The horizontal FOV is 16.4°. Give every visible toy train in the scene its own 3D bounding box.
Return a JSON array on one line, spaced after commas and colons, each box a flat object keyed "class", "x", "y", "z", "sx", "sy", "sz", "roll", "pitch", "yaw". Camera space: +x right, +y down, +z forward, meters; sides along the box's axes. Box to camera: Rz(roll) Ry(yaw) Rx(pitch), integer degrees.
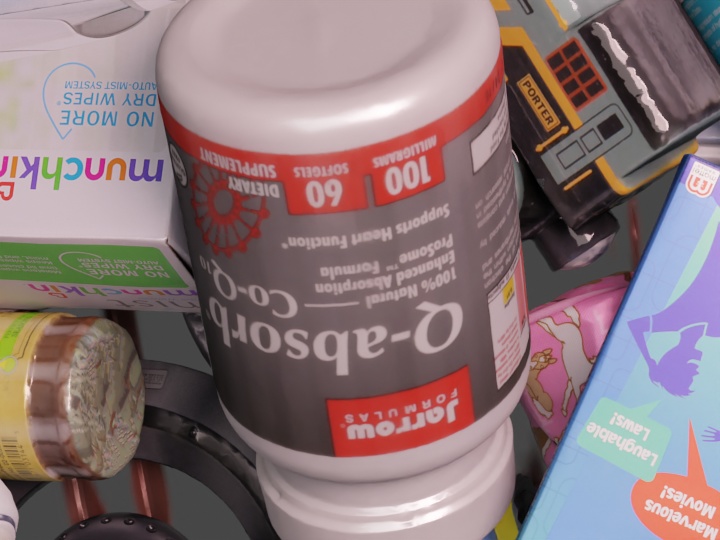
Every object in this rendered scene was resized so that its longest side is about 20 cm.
[{"class": "toy train", "x": 0.051, "y": -0.100, "z": 0.923, "sx": 0.114, "sy": 0.085, "sz": 0.201, "roll": -35, "pitch": 84, "yaw": 39}]

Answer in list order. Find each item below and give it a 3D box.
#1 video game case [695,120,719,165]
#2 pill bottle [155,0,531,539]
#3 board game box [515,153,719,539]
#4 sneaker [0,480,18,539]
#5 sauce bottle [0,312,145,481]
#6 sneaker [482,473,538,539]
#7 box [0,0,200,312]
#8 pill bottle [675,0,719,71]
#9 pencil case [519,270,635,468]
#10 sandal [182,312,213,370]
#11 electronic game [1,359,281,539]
[{"class": "video game case", "x": 0.087, "y": -0.134, "z": 0.993, "sx": 0.198, "sy": 0.022, "sz": 0.184, "roll": 2, "pitch": 86, "yaw": 5}, {"class": "pill bottle", "x": 0.000, "y": 0.000, "z": 0.867, "sx": 0.115, "sy": 0.116, "sz": 0.201, "roll": -6, "pitch": 125, "yaw": 5}, {"class": "board game box", "x": 0.141, "y": 0.081, "z": 0.872, "sx": 0.151, "sy": 0.045, "sz": 0.201, "roll": 23, "pitch": 94, "yaw": 4}, {"class": "sneaker", "x": -0.183, "y": 0.158, "z": 0.941, "sx": 0.200, "sy": 0.073, "sz": 0.071, "roll": -50, "pitch": 57, "yaw": 28}, {"class": "sauce bottle", "x": -0.183, "y": 0.047, "z": 0.967, "sx": 0.198, "sy": 0.065, "sz": 0.065, "roll": 0, "pitch": 86, "yaw": 20}, {"class": "sneaker", "x": 0.061, "y": 0.181, "z": 0.957, "sx": 0.078, "sy": 0.066, "sz": 0.201, "roll": -22, "pitch": 84, "yaw": 14}, {"class": "box", "x": -0.139, "y": -0.080, "z": 0.942, "sx": 0.198, "sy": 0.097, "sz": 0.178, "roll": 3, "pitch": 73, "yaw": 16}, {"class": "pill bottle", "x": 0.160, "y": -0.129, "z": 0.919, "sx": 0.110, "sy": 0.111, "sz": 0.201, "roll": -32, "pitch": 85, "yaw": 2}, {"class": "pencil case", "x": 0.118, "y": 0.101, "z": 0.942, "sx": 0.082, "sy": 0.087, "sz": 0.201, "roll": -22, "pitch": 84, "yaw": -3}, {"class": "sandal", "x": -0.053, "y": -0.031, "z": 0.994, "sx": 0.076, "sy": 0.043, "sz": 0.201, "roll": -26, "pitch": 74, "yaw": -5}, {"class": "electronic game", "x": -0.094, "y": 0.135, "z": 0.980, "sx": 0.198, "sy": 0.042, "sz": 0.202, "roll": -2, "pitch": 83, "yaw": 12}]
